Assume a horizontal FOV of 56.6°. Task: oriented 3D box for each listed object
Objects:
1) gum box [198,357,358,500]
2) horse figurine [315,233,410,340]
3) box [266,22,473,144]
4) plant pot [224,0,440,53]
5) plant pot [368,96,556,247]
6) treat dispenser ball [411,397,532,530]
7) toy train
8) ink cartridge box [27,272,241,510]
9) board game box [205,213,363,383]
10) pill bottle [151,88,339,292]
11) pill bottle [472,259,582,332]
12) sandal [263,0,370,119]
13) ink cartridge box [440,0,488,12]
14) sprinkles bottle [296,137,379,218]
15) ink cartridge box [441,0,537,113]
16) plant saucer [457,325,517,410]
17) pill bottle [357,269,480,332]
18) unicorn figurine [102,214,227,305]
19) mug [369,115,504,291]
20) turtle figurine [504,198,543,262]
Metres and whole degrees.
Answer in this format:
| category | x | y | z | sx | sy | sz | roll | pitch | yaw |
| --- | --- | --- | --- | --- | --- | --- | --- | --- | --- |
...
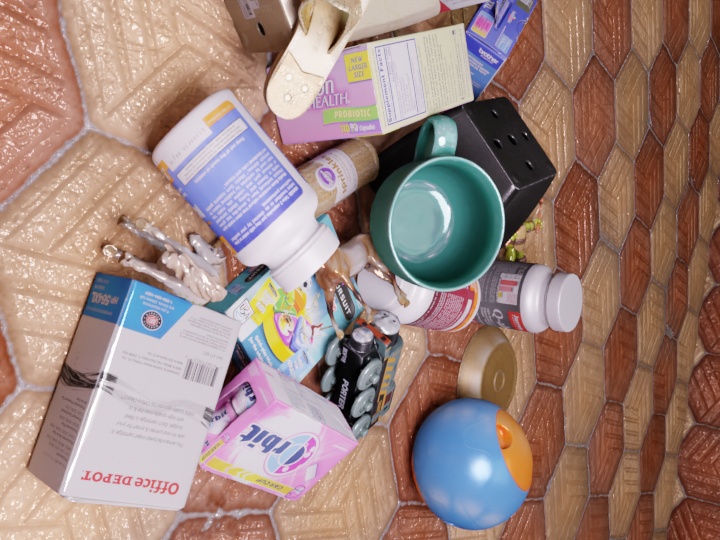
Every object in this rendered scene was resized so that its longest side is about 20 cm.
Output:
| category | x | y | z | sx | sy | sz | roll | pitch | yaw |
| --- | --- | --- | --- | --- | --- | --- | --- | --- | --- |
| gum box | -0.102 | 0.192 | 0.789 | 0.113 | 0.066 | 0.200 | -41 | 140 | 4 |
| horse figurine | 0.000 | 0.000 | 0.857 | 0.197 | 0.050 | 0.135 | -22 | 77 | -41 |
| box | 0.016 | -0.235 | 0.842 | 0.198 | 0.173 | 0.099 | -29 | 114 | -43 |
| plant pot | -0.058 | -0.344 | 0.741 | 0.176 | 0.198 | 0.203 | -35 | 121 | -23 |
| plant pot | 0.157 | -0.131 | 0.954 | 0.197 | 0.177 | 0.203 | -22 | 77 | -46 |
| treat dispenser ball | 0.180 | 0.312 | 1.086 | 0.198 | 0.198 | 0.207 | -8 | 101 | -48 |
| toy train | 0.004 | 0.145 | 0.913 | 0.113 | 0.084 | 0.204 | -33 | 144 | -42 |
| ink cartridge box | -0.224 | 0.124 | 0.679 | 0.145 | 0.083 | 0.205 | 29 | 73 | -47 |
| board game box | -0.087 | 0.047 | 0.856 | 0.200 | 0.046 | 0.153 | -47 | 127 | -35 |
| pill bottle | -0.115 | -0.078 | 0.709 | 0.201 | 0.111 | 0.112 | 50 | 56 | -11 |
| pill bottle | 0.272 | 0.044 | 1.157 | 0.114 | 0.197 | 0.119 | -8 | 100 | -47 |
| sandal | -0.029 | -0.245 | 0.652 | 0.076 | 0.070 | 0.215 | 21 | 103 | -27 |
| ink cartridge box | 0.100 | -0.474 | 0.932 | 0.201 | 0.142 | 0.085 | 52 | 58 | -36 |
| sprinkles bottle | -0.057 | -0.107 | 0.856 | 0.199 | 0.067 | 0.070 | -39 | 122 | -40 |
| ink cartridge box | 0.186 | -0.340 | 1.011 | 0.075 | 0.200 | 0.138 | 32 | 64 | -5 |
| plant saucer | 0.253 | 0.208 | 1.280 | 0.198 | 0.035 | 0.206 | -9 | 101 | -48 |
| pill bottle | 0.089 | 0.028 | 1.008 | 0.198 | 0.111 | 0.116 | 14 | 85 | -49 |
| unicorn figurine | -0.187 | -0.009 | 0.685 | 0.136 | 0.200 | 0.075 | 31 | 101 | -33 |
| mug | 0.094 | -0.072 | 0.822 | 0.150 | 0.114 | 0.188 | 33 | 86 | -16 |
| turtle figurine | 0.292 | -0.051 | 1.272 | 0.199 | 0.063 | 0.166 | -24 | 120 | -54 |
